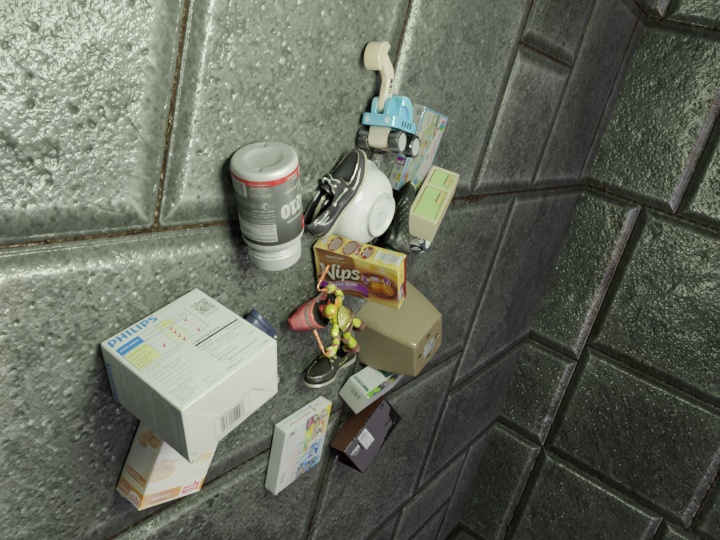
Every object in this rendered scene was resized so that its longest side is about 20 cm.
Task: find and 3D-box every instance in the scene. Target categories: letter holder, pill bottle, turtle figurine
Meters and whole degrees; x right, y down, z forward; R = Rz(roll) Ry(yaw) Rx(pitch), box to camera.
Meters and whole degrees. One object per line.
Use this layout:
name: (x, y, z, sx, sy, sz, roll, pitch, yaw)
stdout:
letter holder: (-0.001, 0.473, 1.805, 0.200, 0.141, 0.101, -49, 116, -25)
pill bottle: (-0.156, -0.107, 1.047, 0.114, 0.113, 0.202, -40, 143, -37)
turtle figurine: (-0.039, 0.100, 1.285, 0.161, 0.064, 0.203, 51, 32, -55)

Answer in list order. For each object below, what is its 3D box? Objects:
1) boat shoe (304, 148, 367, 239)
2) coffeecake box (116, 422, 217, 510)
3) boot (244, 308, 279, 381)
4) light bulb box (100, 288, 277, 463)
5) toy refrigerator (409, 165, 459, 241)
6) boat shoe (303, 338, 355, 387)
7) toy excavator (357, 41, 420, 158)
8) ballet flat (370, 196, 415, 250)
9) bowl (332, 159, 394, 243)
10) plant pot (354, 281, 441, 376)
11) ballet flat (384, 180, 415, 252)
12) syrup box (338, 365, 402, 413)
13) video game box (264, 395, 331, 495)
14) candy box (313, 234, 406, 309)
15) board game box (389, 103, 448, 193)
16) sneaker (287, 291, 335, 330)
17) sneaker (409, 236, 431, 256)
boat shoe: (-0.053, -0.161, 1.223, 0.062, 0.072, 0.202, 25, 94, -51)
coffeecake box: (-0.339, 0.319, 1.121, 0.153, 0.072, 0.202, 10, 104, -61)
boot: (-0.195, 0.161, 1.236, 0.091, 0.072, 0.201, -49, 148, -14)
light bulb box: (-0.270, 0.160, 0.979, 0.198, 0.198, 0.126, -35, 142, -42)
toy refrigerator: (0.177, -0.170, 1.492, 0.070, 0.075, 0.201, 100, 15, -48)
boat shoe: (-0.075, 0.221, 1.496, 0.201, 0.071, 0.061, -31, 134, -55)
toy excavator: (0.054, -0.347, 1.250, 0.194, 0.099, 0.203, -3, 102, -60)
ballet flat: (0.066, -0.106, 1.460, 0.202, 0.068, 0.068, -65, 153, -18)
bowl: (0.014, -0.136, 1.335, 0.201, 0.090, 0.203, -38, 141, -39)
plant pot: (0.115, 0.166, 1.654, 0.200, 0.176, 0.202, -44, 145, -32)
ballet flat: (0.097, -0.124, 1.392, 0.066, 0.056, 0.202, -39, -150, 51)
syrup box: (0.037, 0.316, 1.721, 0.199, 0.079, 0.082, -23, 153, -50)
video game box: (-0.159, 0.445, 1.554, 0.181, 0.046, 0.203, -19, 129, -50)
candy box: (0.000, 0.000, 1.300, 0.118, 0.197, 0.057, 87, 26, -43)
board game box: (0.141, -0.292, 1.480, 0.134, 0.034, 0.203, -2, 114, -58)
sneaker: (-0.103, 0.087, 1.354, 0.200, 0.086, 0.075, -27, 99, -72)
sneaker: (0.140, -0.088, 1.592, 0.199, 0.078, 0.131, -39, 136, -55)
